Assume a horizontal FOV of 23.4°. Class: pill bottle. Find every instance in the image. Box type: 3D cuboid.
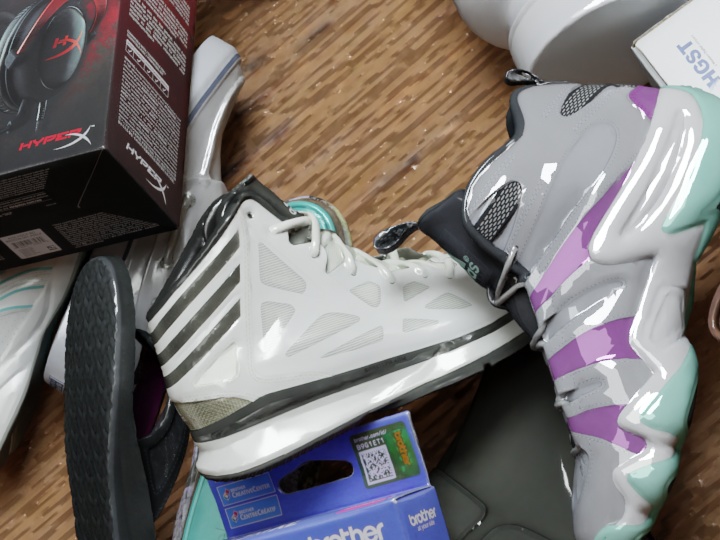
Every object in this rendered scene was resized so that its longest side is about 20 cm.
[{"bbox_3d":[0.084,-0.182,0.851,0.112,0.112,0.201,-28,62,12],"label":"pill bottle"}]

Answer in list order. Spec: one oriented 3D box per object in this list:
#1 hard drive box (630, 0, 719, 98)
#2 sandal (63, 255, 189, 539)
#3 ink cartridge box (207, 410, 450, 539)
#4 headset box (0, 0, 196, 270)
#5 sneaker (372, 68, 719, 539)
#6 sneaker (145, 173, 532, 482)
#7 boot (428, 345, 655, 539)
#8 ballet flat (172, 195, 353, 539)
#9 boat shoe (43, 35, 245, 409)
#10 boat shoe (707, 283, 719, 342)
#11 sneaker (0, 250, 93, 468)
[{"bbox_3d":[0.247,-0.091,0.762,0.200,0.077,0.156,-35,60,8],"label":"hard drive box"},{"bbox_3d":[-0.111,0.091,0.843,0.075,0.048,0.201,11,106,59],"label":"sandal"},{"bbox_3d":[-0.005,0.172,0.744,0.119,0.042,0.201,-19,82,32],"label":"ink cartridge box"},{"bbox_3d":[-0.164,-0.106,0.868,0.148,0.075,0.201,-12,56,20],"label":"headset box"},{"bbox_3d":[0.071,0.013,0.718,0.139,0.078,0.201,11,76,5],"label":"sneaker"},{"bbox_3d":[0.000,0.000,0.760,0.200,0.076,0.116,-26,98,-16],"label":"sneaker"},{"bbox_3d":[0.114,0.104,0.752,0.199,0.077,0.139,18,74,28],"label":"boot"},{"bbox_3d":[-0.043,0.064,0.833,0.072,0.072,0.201,13,88,28],"label":"ballet flat"},{"bbox_3d":[-0.096,-0.021,0.902,0.065,0.074,0.201,23,88,0],"label":"boat shoe"},{"bbox_3d":[0.195,-0.045,0.641,0.200,0.072,0.072,-59,42,32],"label":"boat shoe"},{"bbox_3d":[-0.184,0.004,0.899,0.080,0.070,0.201,25,89,2],"label":"sneaker"}]
